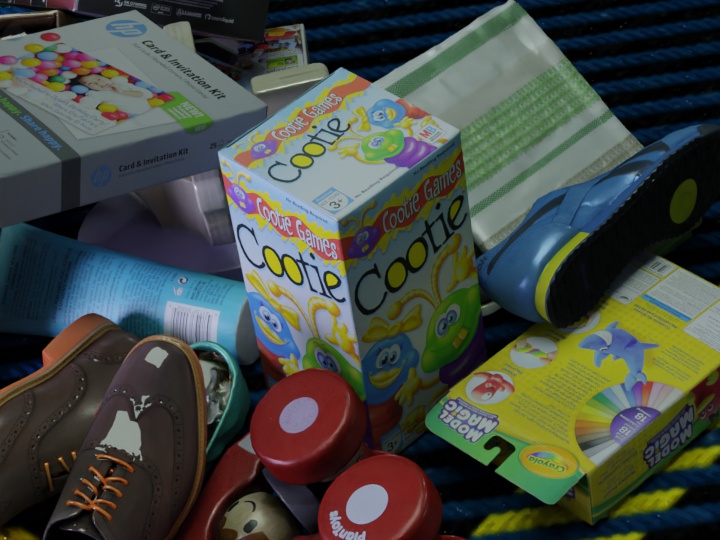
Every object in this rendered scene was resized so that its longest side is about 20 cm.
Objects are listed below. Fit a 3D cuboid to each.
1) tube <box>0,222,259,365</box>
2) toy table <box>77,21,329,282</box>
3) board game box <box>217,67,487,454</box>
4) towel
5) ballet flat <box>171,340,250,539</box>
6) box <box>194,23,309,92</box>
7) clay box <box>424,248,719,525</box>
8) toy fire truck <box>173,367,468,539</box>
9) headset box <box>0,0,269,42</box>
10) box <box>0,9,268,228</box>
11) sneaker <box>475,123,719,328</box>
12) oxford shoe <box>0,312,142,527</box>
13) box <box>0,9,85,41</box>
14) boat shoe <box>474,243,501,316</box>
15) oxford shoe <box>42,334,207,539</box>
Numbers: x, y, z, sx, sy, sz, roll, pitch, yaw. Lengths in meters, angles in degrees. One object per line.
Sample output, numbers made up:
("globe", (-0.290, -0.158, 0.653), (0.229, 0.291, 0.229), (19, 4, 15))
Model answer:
("tube", (-0.157, 0.019, 1.512), (0.200, 0.050, 0.078), (11, 79, 22))
("toy table", (-0.100, -0.071, 1.556), (0.200, 0.117, 0.184), (-20, 42, -11))
("board game box", (0.000, 0.000, 1.393), (0.105, 0.200, 0.103), (-37, 48, -27))
("towel", (0.109, -0.068, 1.508), (0.149, 0.031, 0.200), (-34, 80, -28))
("ballet flat", (-0.124, 0.115, 1.384), (0.067, 0.071, 0.200), (9, 45, 19))
("box", (-0.133, -0.120, 1.678), (0.199, 0.035, 0.110), (-9, 41, 1))
("clay box", (0.144, 0.073, 1.398), (0.200, 0.048, 0.115), (-36, 46, -27))
("toy fire truck", (-0.033, 0.164, 1.297), (0.168, 0.112, 0.200), (-39, 45, -4))
("headset box", (-0.162, -0.213, 1.659), (0.149, 0.077, 0.200), (6, 6, -31))
("box", (-0.182, -0.097, 1.444), (0.200, 0.041, 0.156), (-16, 38, -34))
("sneaker", (0.150, -0.040, 1.447), (0.078, 0.066, 0.200), (25, 50, 40))
("oxford shoe", (-0.188, 0.105, 1.412), (0.073, 0.071, 0.200), (23, 52, 21))
("box", (-0.272, -0.162, 1.667), (0.163, 0.021, 0.200), (-5, 0, 6))
("boat shoe", (0.070, -0.051, 1.543), (0.072, 0.060, 0.202), (-4, 41, 6))
("oxford shoe", (-0.135, 0.129, 1.300), (0.071, 0.073, 0.201), (12, 79, 10))
